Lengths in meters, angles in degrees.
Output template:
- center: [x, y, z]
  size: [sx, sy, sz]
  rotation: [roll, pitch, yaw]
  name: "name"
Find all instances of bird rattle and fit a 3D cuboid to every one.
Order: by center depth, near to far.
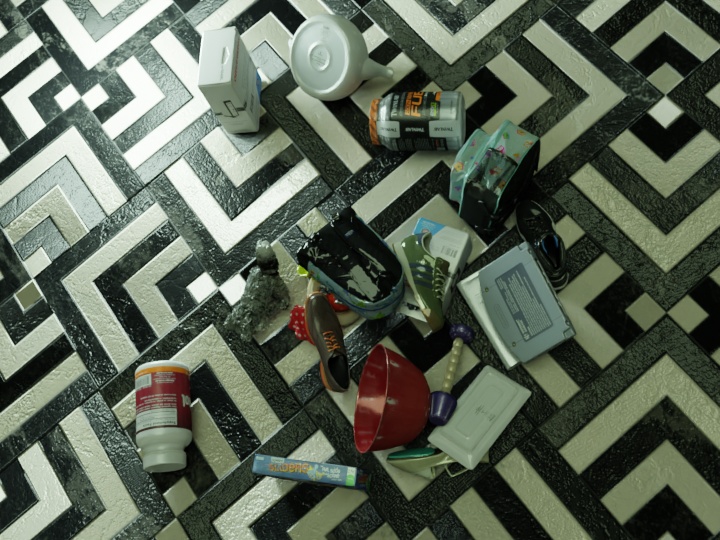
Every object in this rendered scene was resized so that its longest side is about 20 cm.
- center: [-0.063, 0.054, 1.719]
  size: [0.159, 0.113, 0.205]
  rotation: [5, 72, -3]
  name: "bird rattle"

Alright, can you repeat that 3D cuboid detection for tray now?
- center: [0.222, 0.266, 1.572]
  size: [0.106, 0.022, 0.200]
  rotation: [30, 61, 29]
  name: "tray"

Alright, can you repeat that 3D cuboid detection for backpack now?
- center: [0.000, 0.000, 1.632]
  size: [0.198, 0.155, 0.163]
  rotation: [31, 62, 34]
  name: "backpack"
- center: [0.271, -0.199, 1.697]
  size: [0.152, 0.176, 0.201]
  rotation: [38, 76, 19]
  name: "backpack"

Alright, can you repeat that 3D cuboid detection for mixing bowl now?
- center: [0.066, 0.247, 1.578]
  size: [0.106, 0.200, 0.205]
  rotation: [12, 69, -13]
  name: "mixing bowl"

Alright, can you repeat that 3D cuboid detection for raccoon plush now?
- center: [-0.227, 0.044, 1.710]
  size: [0.096, 0.203, 0.134]
  rotation: [21, 52, 37]
  name: "raccoon plush"

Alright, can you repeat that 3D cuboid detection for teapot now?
- center: [-0.058, -0.480, 1.903]
  size: [0.195, 0.145, 0.203]
  rotation: [-27, 88, 33]
  name: "teapot"

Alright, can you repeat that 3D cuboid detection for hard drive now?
- center: [0.294, 0.078, 1.664]
  size: [0.130, 0.025, 0.202]
  rotation: [-30, 65, 0]
  name: "hard drive"

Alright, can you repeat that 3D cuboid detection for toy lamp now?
- center: [0.171, 0.199, 1.601]
  size: [0.057, 0.059, 0.202]
  rotation: [11, 54, 16]
  name: "toy lamp"

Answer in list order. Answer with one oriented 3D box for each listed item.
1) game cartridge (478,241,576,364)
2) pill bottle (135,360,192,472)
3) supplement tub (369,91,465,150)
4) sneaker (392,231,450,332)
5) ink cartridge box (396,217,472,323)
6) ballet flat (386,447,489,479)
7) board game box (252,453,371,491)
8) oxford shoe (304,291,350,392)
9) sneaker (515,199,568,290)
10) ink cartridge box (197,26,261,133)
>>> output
- center: [0.308, 0.065, 1.605]
  size: [0.132, 0.041, 0.203]
  rotation: [-35, 67, 28]
  name: "game cartridge"
- center: [-0.394, 0.293, 1.689]
  size: [0.110, 0.113, 0.204]
  rotation: [-10, 68, 8]
  name: "pill bottle"
- center: [0.123, -0.319, 1.806]
  size: [0.195, 0.123, 0.125]
  rotation: [1, 69, 13]
  name: "supplement tub"
- center: [0.136, 0.012, 1.628]
  size: [0.089, 0.067, 0.203]
  rotation: [-27, 63, 7]
  name: "sneaker"
- center: [0.137, 0.010, 1.704]
  size: [0.114, 0.067, 0.203]
  rotation: [20, 75, 19]
  name: "ink cartridge box"
- center: [0.147, 0.356, 1.572]
  size: [0.196, 0.070, 0.071]
  rotation: [-14, 66, 6]
  name: "ballet flat"
- center: [-0.088, 0.378, 1.573]
  size: [0.195, 0.136, 0.035]
  rotation: [5, 73, 14]
  name: "board game box"
- center: [-0.056, 0.139, 1.652]
  size: [0.070, 0.072, 0.204]
  rotation: [-19, 94, -18]
  name: "oxford shoe"
- center: [0.361, -0.072, 1.660]
  size: [0.072, 0.112, 0.203]
  rotation: [-21, 66, 3]
  name: "sneaker"
- center: [-0.291, -0.424, 1.898]
  size: [0.082, 0.201, 0.149]
  rotation: [-3, 67, 11]
  name: "ink cartridge box"
